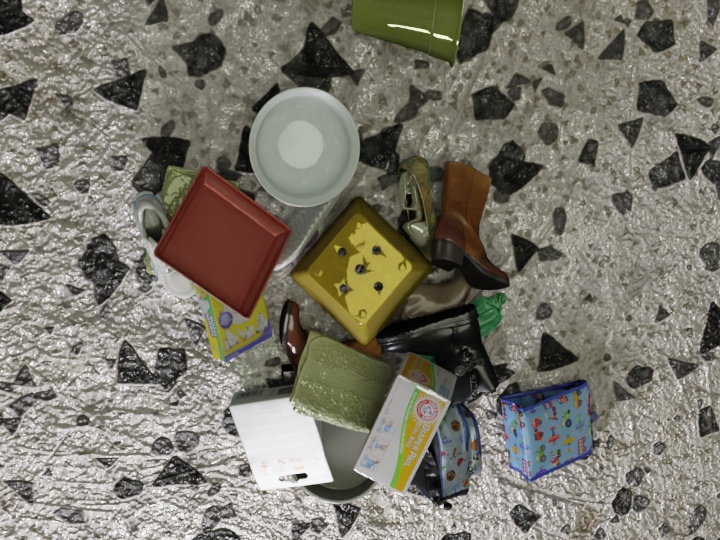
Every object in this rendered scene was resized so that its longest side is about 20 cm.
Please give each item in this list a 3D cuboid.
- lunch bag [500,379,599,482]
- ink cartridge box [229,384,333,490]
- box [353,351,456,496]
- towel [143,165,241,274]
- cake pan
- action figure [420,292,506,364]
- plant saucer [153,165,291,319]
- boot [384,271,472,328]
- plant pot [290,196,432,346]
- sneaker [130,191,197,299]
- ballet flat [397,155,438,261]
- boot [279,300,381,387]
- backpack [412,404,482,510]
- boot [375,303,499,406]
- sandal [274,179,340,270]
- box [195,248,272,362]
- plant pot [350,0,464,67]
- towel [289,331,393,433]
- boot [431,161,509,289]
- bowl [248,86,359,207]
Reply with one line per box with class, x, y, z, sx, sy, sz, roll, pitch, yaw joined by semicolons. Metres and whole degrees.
lunch bag;0.395;0.314;1.787;0.196;0.094;0.154;-12;102;-17
ink cartridge box;-0.145;0.316;1.684;0.156;0.048;0.204;-10;115;14
box;0.079;0.264;1.540;0.100;0.113;0.203;25;108;4
towel;-0.300;-0.078;1.597;0.145;0.036;0.205;14;98;-14
cake pan;-0.045;0.346;1.710;0.195;0.037;0.206;1;99;5
action figure;0.190;0.104;1.645;0.198;0.055;0.118;-35;115;14
plant saucer;-0.239;-0.045;1.537;0.198;0.037;0.202;35;57;-18
boot;0.113;0.050;1.683;0.144;0.070;0.203;30;95;-12
plant pot;0.000;0.000;1.566;0.200;0.176;0.201;42;91;2
sneaker;-0.341;-0.035;1.535;0.074;0.087;0.203;-28;107;-7
ballet flat;0.104;-0.108;1.644;0.069;0.071;0.205;-11;100;-7
boot;-0.053;0.140;1.672;0.195;0.068;0.193;-5;102;-10
backpack;0.142;0.319;1.685;0.152;0.199;0.195;-21;114;-30
boot;0.140;0.166;1.600;0.196;0.077;0.172;-15;102;7
sandal;-0.098;-0.074;1.621;0.203;0.082;0.050;-49;134;3
box;-0.232;0.046;1.596;0.116;0.048;0.204;-28;114;-38
plant pot;0.081;-0.464;1.522;0.185;0.200;0.205;7;101;2
towel;-0.032;0.210;1.624;0.197;0.036;0.152;24;71;-28
boot;0.215;-0.080;1.651;0.185;0.068;0.204;22;65;-22
bowl;-0.102;-0.221;1.574;0.196;0.090;0.206;-2;102;-9
